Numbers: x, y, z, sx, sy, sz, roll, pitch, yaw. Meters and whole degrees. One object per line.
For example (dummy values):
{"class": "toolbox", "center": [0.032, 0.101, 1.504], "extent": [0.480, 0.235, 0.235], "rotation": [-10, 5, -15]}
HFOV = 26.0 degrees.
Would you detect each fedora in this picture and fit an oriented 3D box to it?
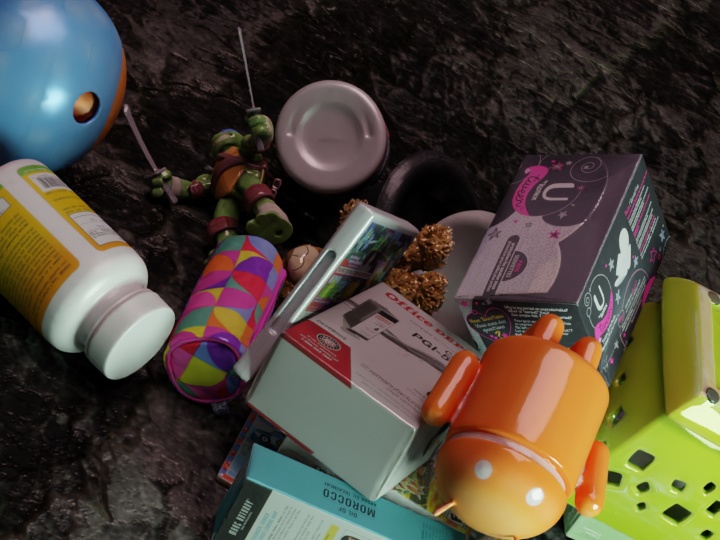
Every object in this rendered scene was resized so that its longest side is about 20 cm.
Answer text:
{"class": "fedora", "center": [0.046, -0.039, 1.691], "extent": [0.091, 0.202, 0.200], "rotation": [9, 16, 38]}

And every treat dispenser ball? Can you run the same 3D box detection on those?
{"class": "treat dispenser ball", "center": [-0.330, -0.194, 1.534], "extent": [0.200, 0.201, 0.201], "rotation": [21, 32, -14]}

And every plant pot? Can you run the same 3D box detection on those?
{"class": "plant pot", "center": [0.314, 0.136, 1.480], "extent": [0.198, 0.181, 0.201], "rotation": [28, 44, -18]}

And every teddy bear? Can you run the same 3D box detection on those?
{"class": "teddy bear", "center": [0.000, 0.000, 1.549], "extent": [0.199, 0.146, 0.067], "rotation": [16, -8, 30]}

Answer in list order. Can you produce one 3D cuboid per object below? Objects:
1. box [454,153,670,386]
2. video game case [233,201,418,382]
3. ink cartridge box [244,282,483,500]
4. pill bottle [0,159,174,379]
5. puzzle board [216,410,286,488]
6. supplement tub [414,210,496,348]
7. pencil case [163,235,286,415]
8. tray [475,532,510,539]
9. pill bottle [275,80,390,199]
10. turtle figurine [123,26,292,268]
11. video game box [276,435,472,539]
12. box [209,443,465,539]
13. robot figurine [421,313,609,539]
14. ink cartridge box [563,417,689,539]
{"class": "box", "center": [0.191, -0.006, 1.464], "extent": [0.131, 0.115, 0.200], "rotation": [2, 45, 32]}
{"class": "video game case", "center": [-0.027, 0.023, 1.411], "extent": [0.023, 0.183, 0.200], "rotation": [39, 6, 13]}
{"class": "ink cartridge box", "center": [0.015, 0.100, 1.377], "extent": [0.146, 0.083, 0.200], "rotation": [35, 25, 15]}
{"class": "pill bottle", "center": [-0.261, 0.002, 1.395], "extent": [0.200, 0.111, 0.111], "rotation": [42, 33, 19]}
{"class": "puzzle board", "center": [-0.019, 0.189, 1.416], "extent": [0.199, 0.017, 0.151], "rotation": [29, 31, -1]}
{"class": "supplement tub", "center": [0.161, 0.020, 1.655], "extent": [0.200, 0.145, 0.145], "rotation": [12, 33, -52]}
{"class": "pencil case", "center": [-0.123, 0.046, 1.474], "extent": [0.088, 0.089, 0.200], "rotation": [25, 32, -7]}
{"class": "tray", "center": [0.136, 0.207, 1.365], "extent": [0.022, 0.108, 0.200], "rotation": [37, 55, 7]}
{"class": "pill bottle", "center": [-0.026, -0.139, 1.727], "extent": [0.119, 0.120, 0.200], "rotation": [31, 2, 3]}
{"class": "turtle figurine", "center": [-0.152, -0.102, 1.611], "extent": [0.143, 0.201, 0.195], "rotation": [-16, 48, -5]}
{"class": "video game box", "center": [0.031, 0.164, 1.428], "extent": [0.182, 0.047, 0.200], "rotation": [29, 24, 3]}
{"class": "box", "center": [-0.018, 0.224, 1.304], "extent": [0.199, 0.083, 0.049], "rotation": [25, 30, -9]}
{"class": "robot figurine", "center": [0.134, 0.135, 1.284], "extent": [0.144, 0.116, 0.201], "rotation": [53, 53, -37]}
{"class": "ink cartridge box", "center": [0.276, 0.212, 1.593], "extent": [0.145, 0.048, 0.200], "rotation": [23, 32, -11]}
